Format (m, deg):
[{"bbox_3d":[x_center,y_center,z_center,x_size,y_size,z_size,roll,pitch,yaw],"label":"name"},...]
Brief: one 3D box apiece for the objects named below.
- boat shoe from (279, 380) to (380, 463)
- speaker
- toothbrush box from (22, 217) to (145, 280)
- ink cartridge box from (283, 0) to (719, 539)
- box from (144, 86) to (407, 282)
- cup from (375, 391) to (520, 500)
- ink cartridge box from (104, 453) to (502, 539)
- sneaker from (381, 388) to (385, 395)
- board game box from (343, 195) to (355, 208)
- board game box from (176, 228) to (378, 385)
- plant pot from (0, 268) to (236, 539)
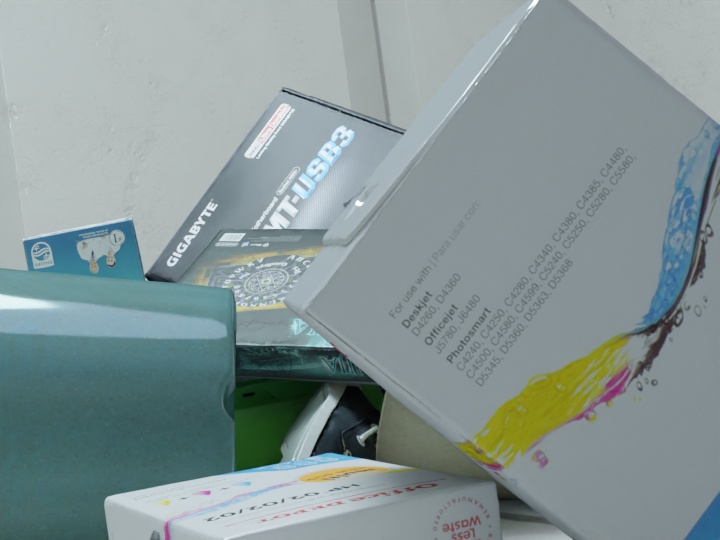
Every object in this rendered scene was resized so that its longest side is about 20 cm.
[{"bbox_3d":[-0.016,0.115,0.888,0.060,0.076,0.200,34,21,-2],"label":"boat shoe"},{"bbox_3d":[-0.085,0.113,1.005,0.198,0.089,0.088,-8,1,-21],"label":"speaker"},{"bbox_3d":[-0.194,0.067,1.165,0.085,0.202,0.146,-12,3,-10],"label":"toothbrush box"},{"bbox_3d":[0.091,0.018,0.597,0.146,0.200,0.147,-52,5,-3],"label":"ink cartridge box"},{"bbox_3d":[-0.035,-0.031,1.182,0.198,0.201,0.050,24,-22,32],"label":"box"},{"bbox_3d":[0.112,0.052,0.883,0.142,0.202,0.200,21,9,14],"label":"cup"},{"bbox_3d":[-0.017,0.120,0.609,0.114,0.069,0.200,-9,2,-25],"label":"ink cartridge box"},{"bbox_3d":[-0.030,0.087,1.174,0.199,0.071,0.078,19,12,32],"label":"sneaker"},{"bbox_3d":[0.094,-0.073,1.009,0.120,0.033,0.199,-25,-5,43],"label":"board game box"},{"bbox_3d":[-0.033,0.019,0.976,0.198,0.028,0.135,1,34,28],"label":"board game box"},{"bbox_3d":[-0.164,0.085,0.829,0.194,0.202,0.200,1,0,-5],"label":"plant pot"}]
